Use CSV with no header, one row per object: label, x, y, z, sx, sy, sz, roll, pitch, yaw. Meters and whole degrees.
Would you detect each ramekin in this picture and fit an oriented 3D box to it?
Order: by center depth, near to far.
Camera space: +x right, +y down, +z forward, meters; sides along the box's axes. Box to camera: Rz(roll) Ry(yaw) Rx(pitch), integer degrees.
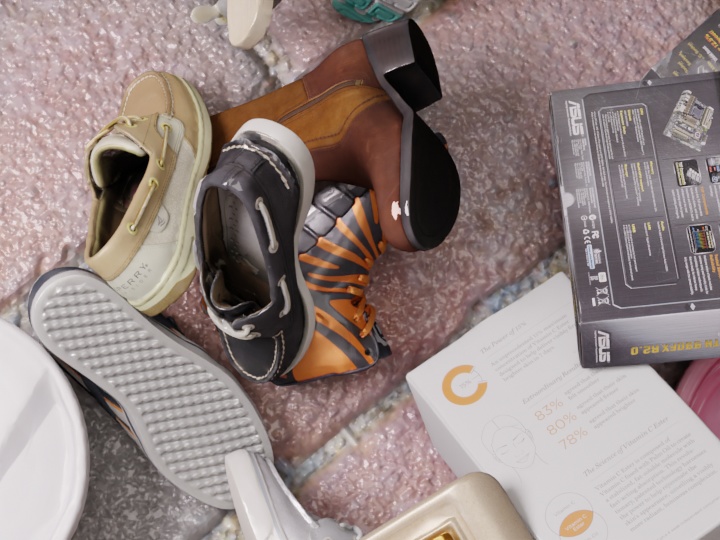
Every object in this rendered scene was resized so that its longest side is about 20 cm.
ramekin,-0.267,0.124,0.960,0.201,0.094,0.203,1,79,-3

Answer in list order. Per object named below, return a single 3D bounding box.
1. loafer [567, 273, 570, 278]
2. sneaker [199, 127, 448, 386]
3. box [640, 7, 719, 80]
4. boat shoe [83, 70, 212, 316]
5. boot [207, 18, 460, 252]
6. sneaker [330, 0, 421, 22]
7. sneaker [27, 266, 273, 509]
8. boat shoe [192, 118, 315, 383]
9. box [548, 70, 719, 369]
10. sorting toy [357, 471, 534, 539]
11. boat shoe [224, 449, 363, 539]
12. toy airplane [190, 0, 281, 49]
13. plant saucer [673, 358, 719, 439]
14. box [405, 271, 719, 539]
loafer,0.228,0.004,1.002,0.199,0.070,0.070,-19,53,16
sneaker,0.000,0.000,1.017,0.200,0.078,0.112,-40,88,1
box,0.319,-0.111,1.064,0.158,0.050,0.200,-41,84,-9
boat shoe,-0.141,-0.065,0.974,0.074,0.066,0.201,-37,39,26
boot,-0.044,-0.057,0.955,0.199,0.068,0.189,-23,53,19
sneaker,0.048,-0.251,1.020,0.077,0.200,0.092,15,57,-44
sneaker,-0.135,0.070,0.993,0.078,0.079,0.200,-43,109,-7
boat shoe,-0.066,0.004,0.907,0.074,0.200,0.060,27,48,15
box,0.205,-0.038,0.957,0.158,0.048,0.201,-6,50,5
sorting toy,0.033,0.240,0.861,0.200,0.036,0.186,-32,77,7
boat shoe,-0.020,0.193,0.941,0.068,0.072,0.200,-24,64,-15
toy airplane,-0.078,-0.265,1.023,0.199,0.141,0.200,36,93,36
plant saucer,0.295,0.126,1.017,0.199,0.051,0.202,1,79,-4
box,0.138,0.121,0.943,0.124,0.098,0.200,-33,54,-9
